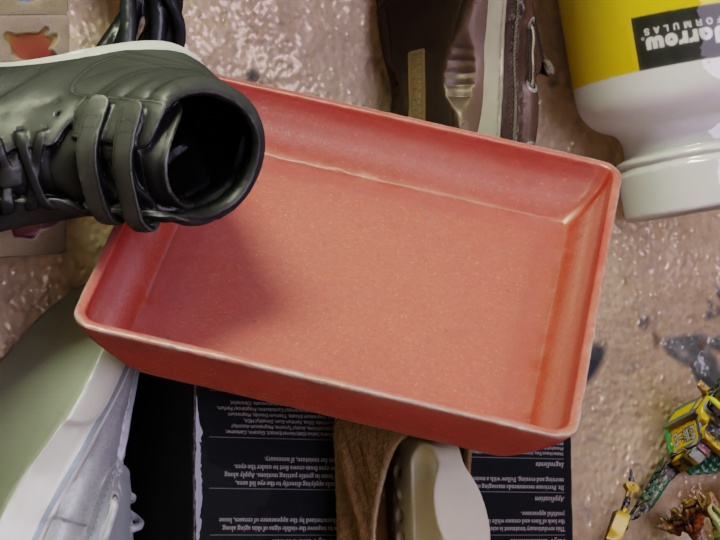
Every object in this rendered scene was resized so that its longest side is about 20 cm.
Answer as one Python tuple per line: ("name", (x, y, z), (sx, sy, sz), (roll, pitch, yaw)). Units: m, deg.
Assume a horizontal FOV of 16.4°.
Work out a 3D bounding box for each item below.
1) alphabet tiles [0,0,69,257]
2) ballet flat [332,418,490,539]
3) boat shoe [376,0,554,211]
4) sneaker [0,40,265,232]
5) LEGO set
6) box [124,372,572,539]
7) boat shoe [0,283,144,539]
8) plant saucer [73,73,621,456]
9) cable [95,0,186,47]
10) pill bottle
("alphabet tiles", (-0.194, -0.068, 0.992), (0.166, 0.006, 0.200), (-4, 103, -30))
("ballet flat", (0.026, 0.141, 1.020), (0.068, 0.072, 0.200), (5, 82, -34))
("boat shoe", (0.053, -0.104, 1.173), (0.075, 0.075, 0.203), (11, 83, -47))
("sneaker", (-0.127, -0.043, 0.973), (0.200, 0.099, 0.071), (-18, 111, -27))
("LEGO set", (0.186, 0.140, 1.176), (0.154, 0.116, 0.200), (48, 61, -1))
("box", (-0.006, 0.107, 1.092), (0.200, 0.079, 0.141), (5, 79, -34))
("boat shoe", (-0.130, 0.104, 1.022), (0.071, 0.070, 0.201), (36, 68, -38))
("plant saucer", (0.000, 0.000, 1.041), (0.200, 0.037, 0.200), (12, 36, 4))
("cable", (-0.159, -0.122, 1.035), (0.200, 0.051, 0.163), (30, 71, -29))
("pill bottle", (0.152, -0.128, 1.210), (0.111, 0.111, 0.200), (-9, 89, -34))
